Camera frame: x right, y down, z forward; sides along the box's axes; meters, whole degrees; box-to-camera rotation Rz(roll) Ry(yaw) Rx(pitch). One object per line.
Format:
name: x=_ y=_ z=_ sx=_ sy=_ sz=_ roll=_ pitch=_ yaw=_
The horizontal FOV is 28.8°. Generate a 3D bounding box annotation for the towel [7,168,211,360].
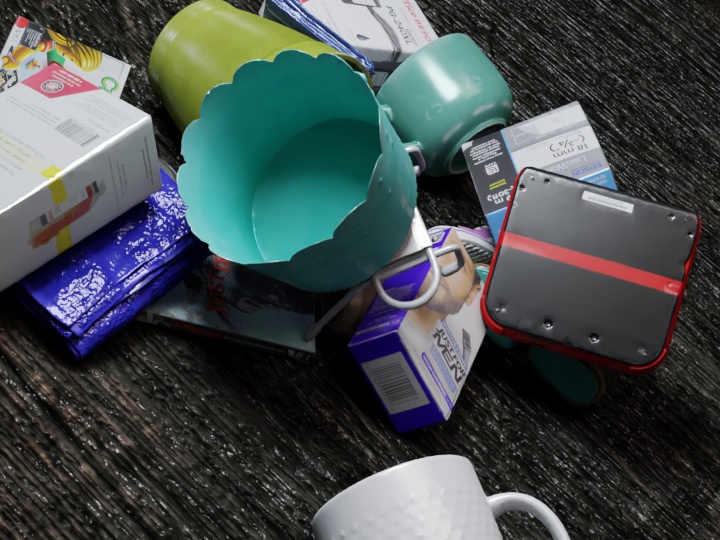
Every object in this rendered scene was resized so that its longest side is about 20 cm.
towel: x=-0.235 y=-0.026 z=1.286 sx=0.147 sy=0.050 sz=0.200 roll=42 pitch=55 yaw=11

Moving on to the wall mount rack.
wall mount rack: x=0.000 y=-0.030 z=1.351 sx=0.172 sy=0.075 sz=0.202 roll=-22 pitch=65 yaw=2

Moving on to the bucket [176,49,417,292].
bucket: x=-0.051 y=-0.084 z=1.273 sx=0.208 sy=0.206 sz=0.135 roll=54 pitch=7 yaw=26

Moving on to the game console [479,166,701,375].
game console: x=0.234 y=0.000 z=1.437 sx=0.197 sy=0.031 sz=0.179 roll=16 pitch=78 yaw=10

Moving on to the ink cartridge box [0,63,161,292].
ink cartridge box: x=-0.299 y=-0.084 z=1.244 sx=0.144 sy=0.084 sz=0.199 roll=30 pitch=51 yaw=32

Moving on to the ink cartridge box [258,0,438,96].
ink cartridge box: x=-0.007 y=-0.294 z=1.756 sx=0.198 sy=0.084 sz=0.146 roll=0 pitch=48 yaw=-35

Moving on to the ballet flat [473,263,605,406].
ballet flat: x=0.190 y=0.067 z=1.527 sx=0.199 sy=0.068 sz=0.072 roll=40 pitch=18 yaw=9

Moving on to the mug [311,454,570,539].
mug: x=0.079 y=0.254 z=1.142 sx=0.197 sy=0.148 sz=0.177 roll=-20 pitch=65 yaw=-5

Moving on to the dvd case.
dvd case: x=-0.136 y=0.003 z=1.369 sx=0.198 sy=0.022 sz=0.148 roll=15 pitch=52 yaw=-22

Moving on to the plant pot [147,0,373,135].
plant pot: x=-0.122 y=-0.188 z=1.489 sx=0.199 sy=0.202 sz=0.193 roll=-16 pitch=47 yaw=-45

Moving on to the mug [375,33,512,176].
mug: x=0.094 y=-0.176 z=1.662 sx=0.115 sy=0.184 sz=0.152 roll=52 pitch=2 yaw=19

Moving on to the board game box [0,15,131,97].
board game box: x=-0.314 y=-0.151 z=1.389 sx=0.125 sy=0.035 sz=0.202 roll=22 pitch=51 yaw=-14

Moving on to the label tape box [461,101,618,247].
label tape box: x=0.202 y=-0.083 z=1.511 sx=0.142 sy=0.064 sz=0.201 roll=-20 pitch=40 yaw=6

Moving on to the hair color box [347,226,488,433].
hair color box: x=0.066 y=0.056 z=1.407 sx=0.110 sy=0.064 sz=0.201 roll=60 pitch=31 yaw=-20

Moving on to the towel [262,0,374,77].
towel: x=-0.053 y=-0.224 z=1.567 sx=0.144 sy=0.200 sz=0.024 roll=39 pitch=69 yaw=6

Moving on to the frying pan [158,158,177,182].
frying pan: x=-0.229 y=-0.062 z=1.393 sx=0.114 sy=0.031 sz=0.191 roll=21 pitch=37 yaw=-12

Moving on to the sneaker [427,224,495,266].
sneaker: x=0.137 y=-0.026 z=1.582 sx=0.199 sy=0.073 sz=0.115 roll=21 pitch=37 yaw=-33

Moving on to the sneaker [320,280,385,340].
sneaker: x=0.000 y=0.000 z=1.470 sx=0.075 sy=0.070 sz=0.202 roll=33 pitch=39 yaw=-27
